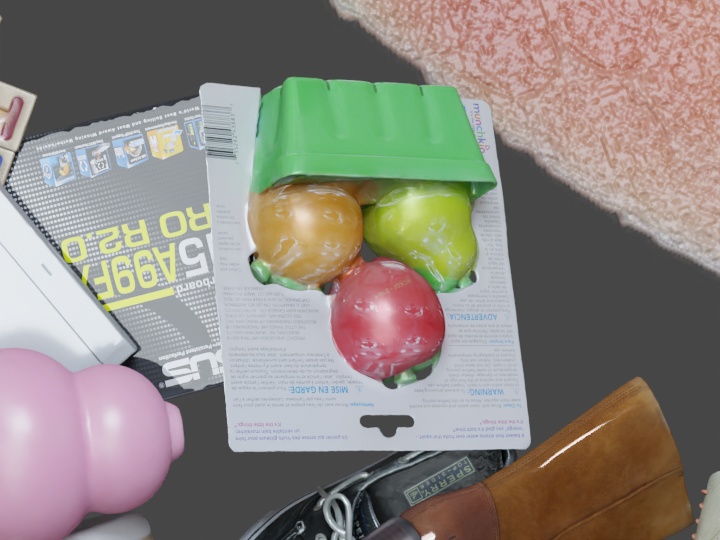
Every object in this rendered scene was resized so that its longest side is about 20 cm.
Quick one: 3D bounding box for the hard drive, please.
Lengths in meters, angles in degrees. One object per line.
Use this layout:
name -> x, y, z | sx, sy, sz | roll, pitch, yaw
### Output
hard drive -> -0.239, 0.057, 1.637 | 0.200, 0.027, 0.132 | -40, 96, 1

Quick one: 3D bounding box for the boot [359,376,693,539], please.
boot -> 0.095, 0.174, 1.664 | 0.199, 0.068, 0.189 | -28, 121, -20

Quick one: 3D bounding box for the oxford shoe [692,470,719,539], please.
oxford shoe -> 0.210, 0.155, 1.674 | 0.200, 0.071, 0.074 | -43, 66, 1

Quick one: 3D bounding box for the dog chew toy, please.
dog chew toy -> -0.192, 0.096, 1.574 | 0.199, 0.125, 0.125 | -6, 91, -11

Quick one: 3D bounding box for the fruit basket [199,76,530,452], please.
fruit basket -> 0.000, 0.000, 1.627 | 0.184, 0.094, 0.201 | 0, 81, -28

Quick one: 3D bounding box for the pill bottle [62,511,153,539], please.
pill bottle -> -0.146, 0.241, 1.643 | 0.115, 0.116, 0.201 | -15, 91, 1

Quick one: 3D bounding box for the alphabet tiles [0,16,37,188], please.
alphabet tiles -> -0.277, -0.062, 1.652 | 0.166, 0.006, 0.201 | 21, 93, 3

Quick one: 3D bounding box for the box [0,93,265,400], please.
box -> -0.150, 0.000, 1.676 | 0.199, 0.044, 0.161 | -13, 90, 1

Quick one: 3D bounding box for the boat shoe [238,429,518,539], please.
boat shoe -> 0.001, 0.148, 1.664 | 0.199, 0.068, 0.074 | -28, 90, 1
